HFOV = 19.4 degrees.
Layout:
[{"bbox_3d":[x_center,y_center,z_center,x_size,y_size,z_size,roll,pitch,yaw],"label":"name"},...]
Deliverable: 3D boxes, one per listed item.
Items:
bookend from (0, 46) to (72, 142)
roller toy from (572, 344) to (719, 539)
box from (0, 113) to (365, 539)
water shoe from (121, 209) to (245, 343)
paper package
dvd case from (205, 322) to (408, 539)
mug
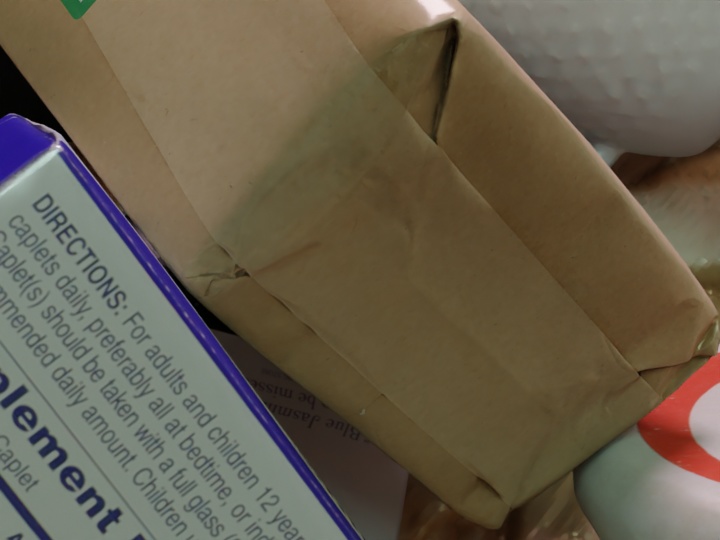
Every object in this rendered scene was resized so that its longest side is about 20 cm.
[{"bbox_3d":[-0.169,-0.135,0.782,0.199,0.092,0.200,-9,40,-38],"label":"bookend"},{"bbox_3d":[0.161,0.096,0.659,0.182,0.140,0.200,-21,23,-38],"label":"roller toy"},{"bbox_3d":[-0.106,0.092,0.533,0.200,0.105,0.184,-37,105,-6],"label":"box"},{"bbox_3d":[0.000,0.000,0.759,0.200,0.079,0.072,10,61,-5],"label":"water shoe"},{"bbox_3d":[-0.014,-0.048,0.629,0.103,0.191,0.200,-42,50,4],"label":"paper package"},{"bbox_3d":[-0.061,0.098,0.677,0.143,0.018,0.200,16,50,-5],"label":"dvd case"},{"bbox_3d":[0.066,-0.107,0.804,0.175,0.148,0.200,34,92,-3],"label":"mug"}]
